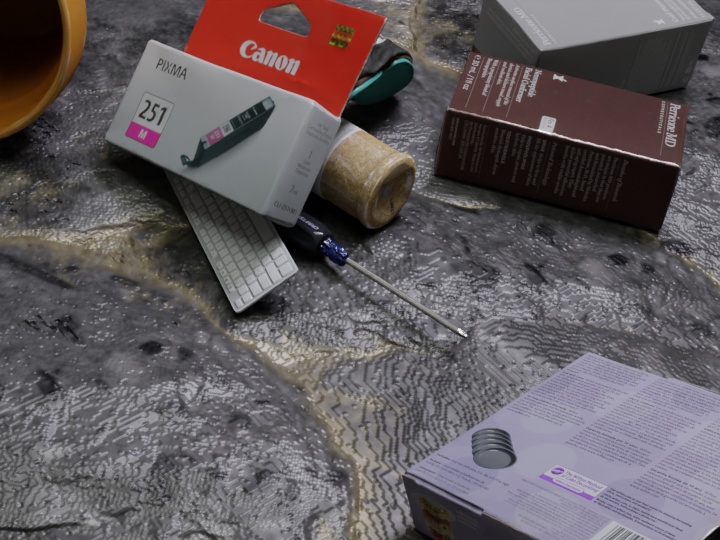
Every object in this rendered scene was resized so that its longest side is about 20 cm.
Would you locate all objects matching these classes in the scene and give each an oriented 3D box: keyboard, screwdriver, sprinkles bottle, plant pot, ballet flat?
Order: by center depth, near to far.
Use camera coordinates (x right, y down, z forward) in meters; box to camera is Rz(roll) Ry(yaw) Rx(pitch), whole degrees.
[{"bbox_3d":[0.000,0.000,0.945,0.200,0.028,0.029,35,19,31],"label":"screwdriver"},{"bbox_3d":[-0.107,-0.048,0.976,0.056,0.011,0.200,-38,49,7],"label":"keyboard"},{"bbox_3d":[-0.050,-0.109,1.031,0.200,0.068,0.068,33,48,25],"label":"sprinkles bottle"},{"bbox_3d":[-0.314,-0.231,1.050,0.199,0.201,0.183,10,26,2],"label":"plant pot"},{"bbox_3d":[-0.002,-0.178,1.055,0.069,0.068,0.200,56,16,0],"label":"ballet flat"}]

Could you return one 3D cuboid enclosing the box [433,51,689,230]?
[{"bbox_3d":[0.172,-0.112,1.068,0.199,0.075,0.100,16,42,6],"label":"box"}]

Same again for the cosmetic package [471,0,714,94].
[{"bbox_3d":[0.216,-0.218,1.181,0.199,0.090,0.107,-13,49,-26],"label":"cosmetic package"}]

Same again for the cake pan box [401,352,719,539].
[{"bbox_3d":[0.158,0.130,0.762,0.184,0.052,0.200,-30,30,-33],"label":"cake pan box"}]

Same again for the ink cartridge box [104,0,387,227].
[{"bbox_3d":[-0.094,-0.147,0.973,0.200,0.174,0.043,26,2,38],"label":"ink cartridge box"}]
